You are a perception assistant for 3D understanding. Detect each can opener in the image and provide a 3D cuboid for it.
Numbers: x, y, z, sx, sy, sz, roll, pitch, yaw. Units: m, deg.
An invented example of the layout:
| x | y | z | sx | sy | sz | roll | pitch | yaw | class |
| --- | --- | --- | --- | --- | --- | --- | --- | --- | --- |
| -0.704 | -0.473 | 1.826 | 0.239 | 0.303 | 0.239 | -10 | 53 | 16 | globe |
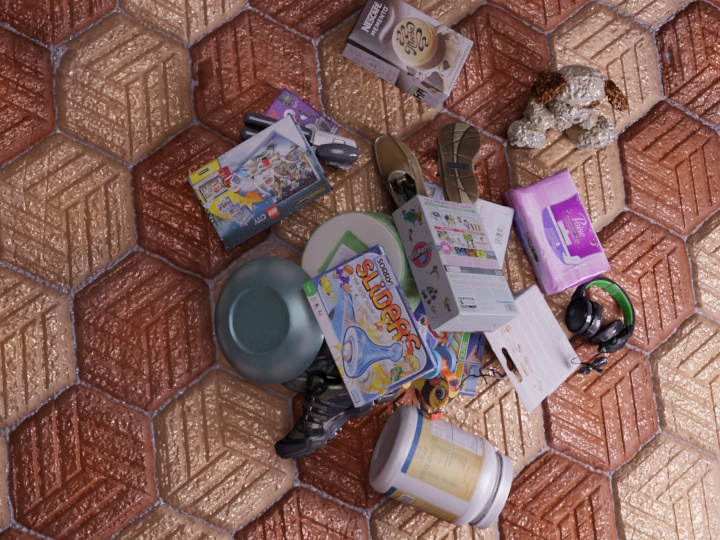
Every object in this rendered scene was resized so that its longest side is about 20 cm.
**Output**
| x | y | z | sx | sy | sz | roll | pitch | yaw | class |
| --- | --- | --- | --- | --- | --- | --- | --- | --- | --- |
| -0.097 | -0.217 | 1.443 | 0.197 | 0.067 | 0.054 | 15 | 79 | -9 | can opener |

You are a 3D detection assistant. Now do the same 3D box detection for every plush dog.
| x | y | z | sx | sy | sz | roll | pitch | yaw | class |
| --- | --- | --- | --- | --- | --- | --- | --- | --- | --- |
| 0.364 | -0.302 | 1.526 | 0.197 | 0.172 | 0.163 | -1 | 82 | -11 | plush dog |

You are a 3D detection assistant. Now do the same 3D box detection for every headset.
| x | y | z | sx | sy | sz | roll | pitch | yaw | class |
| --- | --- | --- | --- | --- | --- | --- | --- | --- | --- |
| 0.416 | 0.095 | 1.509 | 0.123 | 0.094 | 0.201 | 36 | 58 | -8 | headset |

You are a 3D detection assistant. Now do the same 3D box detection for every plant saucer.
| x | y | z | sx | sy | sz | roll | pitch | yaw | class |
| --- | --- | --- | --- | --- | --- | --- | --- | --- | --- |
| -0.152 | 0.079 | 1.378 | 0.198 | 0.039 | 0.204 | -1 | 89 | 21 | plant saucer |

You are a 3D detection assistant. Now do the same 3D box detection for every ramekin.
| x | y | z | sx | sy | sz | roll | pitch | yaw | class |
| --- | --- | --- | --- | --- | --- | --- | --- | --- | --- |
| 0.000 | 0.000 | 1.400 | 0.197 | 0.098 | 0.203 | -2 | 85 | 18 | ramekin |

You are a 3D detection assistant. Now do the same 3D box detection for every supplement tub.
| x | y | z | sx | sy | sz | roll | pitch | yaw | class |
| --- | --- | --- | --- | --- | --- | --- | --- | --- | --- |
| 0.127 | 0.316 | 1.400 | 0.198 | 0.145 | 0.146 | 25 | 78 | -7 | supplement tub |

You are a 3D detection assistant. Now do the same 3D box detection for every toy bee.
| x | y | z | sx | sy | sz | roll | pitch | yaw | class |
| --- | --- | --- | --- | --- | --- | --- | --- | --- | --- |
| 0.108 | 0.172 | 1.369 | 0.130 | 0.199 | 0.110 | 11 | 102 | -37 | toy bee |

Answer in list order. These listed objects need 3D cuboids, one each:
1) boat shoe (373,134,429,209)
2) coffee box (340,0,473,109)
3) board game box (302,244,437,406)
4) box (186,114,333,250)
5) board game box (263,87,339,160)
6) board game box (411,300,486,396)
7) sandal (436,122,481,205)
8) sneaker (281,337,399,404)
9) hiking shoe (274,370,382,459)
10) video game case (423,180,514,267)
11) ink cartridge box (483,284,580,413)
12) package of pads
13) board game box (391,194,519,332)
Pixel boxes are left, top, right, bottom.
| x | y | z | sx | sy | sz | roll | pitch | yaw | class |
| --- | --- | --- | --- | --- | --- | --- | --- | --- | --- |
| 0.069 | -0.154 | 1.462 | 0.071 | 0.076 | 0.201 | -32 | 64 | 11 | boat shoe |
| 0.079 | -0.386 | 1.526 | 0.198 | 0.080 | 0.114 | 27 | 78 | -7 | coffee box |
| 0.013 | 0.082 | 1.307 | 0.134 | 0.034 | 0.202 | -27 | 79 | 9 | board game box |
| -0.162 | -0.141 | 1.416 | 0.198 | 0.038 | 0.138 | -28 | 95 | 9 | box |
| -0.136 | -0.194 | 1.481 | 0.119 | 0.032 | 0.201 | 33 | 77 | -1 | board game box |
| 0.142 | 0.100 | 1.458 | 0.134 | 0.034 | 0.203 | 10 | 98 | -7 | board game box |
| 0.165 | -0.176 | 1.513 | 0.079 | 0.054 | 0.202 | 8 | 56 | -8 | sandal |
| -0.024 | 0.149 | 1.416 | 0.197 | 0.076 | 0.116 | 14 | 105 | -6 | sneaker |
| -0.063 | 0.208 | 1.365 | 0.199 | 0.076 | 0.101 | -36 | 93 | 1 | hiking shoe |
| 0.155 | -0.033 | 1.508 | 0.179 | 0.045 | 0.203 | 16 | 79 | -9 | video game case |
| 0.272 | 0.131 | 1.460 | 0.199 | 0.050 | 0.162 | -29 | 89 | -46 | ink cartridge box |
| 0.343 | -0.068 | 1.536 | 0.119 | 0.076 | 0.202 | -22 | 85 | -10 | package of pads |
| 0.146 | -0.009 | 1.351 | 0.146 | 0.064 | 0.202 | 6 | 59 | -44 | board game box |
